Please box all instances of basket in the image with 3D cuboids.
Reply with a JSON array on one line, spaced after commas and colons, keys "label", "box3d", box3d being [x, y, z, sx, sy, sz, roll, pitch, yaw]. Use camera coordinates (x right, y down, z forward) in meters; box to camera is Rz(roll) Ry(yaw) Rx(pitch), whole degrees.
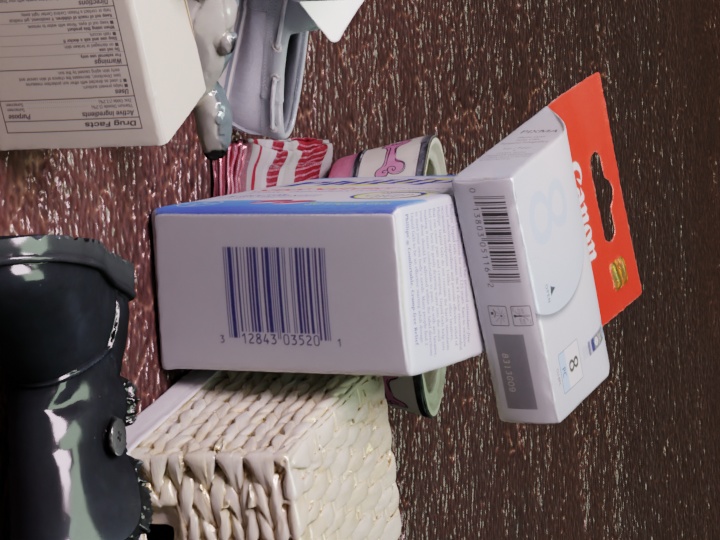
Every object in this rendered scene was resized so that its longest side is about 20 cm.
[{"label": "basket", "box3d": [-0.062, 0.141, 1.670, 0.200, 0.123, 0.136, -40, 125, -65]}]

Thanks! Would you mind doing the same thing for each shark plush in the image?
[{"label": "shark plush", "box3d": [-0.104, -0.155, 1.563, 0.201, 0.090, 0.084, 104, -5, -46]}]

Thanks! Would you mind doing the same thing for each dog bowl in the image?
[{"label": "dog bowl", "box3d": [0.018, 0.004, 1.954, 0.200, 0.073, 0.202, 1, 90, -82]}]

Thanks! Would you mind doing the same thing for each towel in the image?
[{"label": "towel", "box3d": [-0.054, -0.017, 1.863, 0.200, 0.023, 0.145, -8, 97, -71]}]

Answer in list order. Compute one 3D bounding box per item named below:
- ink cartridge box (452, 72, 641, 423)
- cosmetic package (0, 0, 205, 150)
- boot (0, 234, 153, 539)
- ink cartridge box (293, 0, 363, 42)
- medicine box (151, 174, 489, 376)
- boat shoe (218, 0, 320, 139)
[{"label": "ink cartridge box", "box3d": [0.135, -0.018, 1.716, 0.200, 0.047, 0.161, -37, 120, -50]}, {"label": "cosmetic package", "box3d": [-0.156, -0.168, 1.446, 0.073, 0.103, 0.201, -60, 145, -56]}, {"label": "boot", "box3d": [-0.162, 0.071, 1.448, 0.200, 0.076, 0.169, 28, 58, -76]}, {"label": "ink cartridge box", "box3d": [-0.024, -0.240, 1.619, 0.200, 0.068, 0.116, 48, 61, -34]}, {"label": "medicine box", "box3d": [0.000, 0.000, 1.716, 0.200, 0.181, 0.104, -15, 103, -58]}, {"label": "boat shoe", "box3d": [-0.045, -0.171, 1.718, 0.070, 0.071, 0.202, -59, 167, -56]}]
